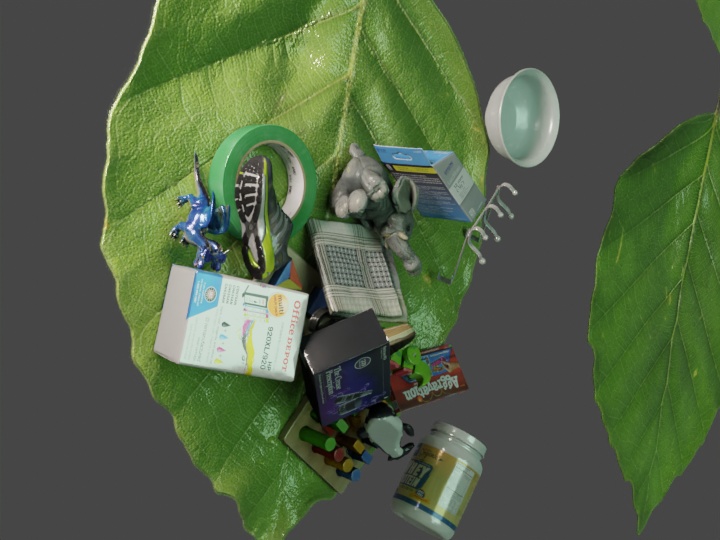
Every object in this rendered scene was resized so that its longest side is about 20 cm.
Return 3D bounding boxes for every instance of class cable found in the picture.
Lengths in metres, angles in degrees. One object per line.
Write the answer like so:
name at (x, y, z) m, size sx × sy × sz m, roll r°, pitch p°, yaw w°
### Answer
cable at (-0.043, 0.076, 1.731) m, size 0.199 × 0.050 × 0.098 m, roll -28°, pitch 144°, yaw -46°

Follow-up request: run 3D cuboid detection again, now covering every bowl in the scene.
bowl at (0.326, -0.322, 1.994) m, size 0.199 × 0.090 × 0.205 m, roll -8°, pitch 102°, yaw -41°

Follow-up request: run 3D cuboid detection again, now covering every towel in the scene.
towel at (0.000, 0.000, 1.727) m, size 0.198 × 0.034 × 0.195 m, roll 9°, pitch 56°, yaw -43°

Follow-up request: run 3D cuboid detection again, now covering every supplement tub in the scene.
supplement tub at (0.161, 0.427, 1.921) m, size 0.144 × 0.143 × 0.202 m, roll 41°, pitch 69°, yaw -37°

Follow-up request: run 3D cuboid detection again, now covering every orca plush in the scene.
orca plush at (0.056, 0.283, 1.753) m, size 0.200 × 0.104 × 0.072 m, roll 47°, pitch 35°, yaw -49°

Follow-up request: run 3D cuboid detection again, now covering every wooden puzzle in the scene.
wooden puzzle at (-0.124, 0.073, 1.681) m, size 0.200 × 0.046 × 0.187 m, roll 44°, pitch 68°, yaw -37°

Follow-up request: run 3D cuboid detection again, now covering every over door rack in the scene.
over door rack at (0.241, -0.065, 1.879) m, size 0.066 × 0.201 × 0.148 m, roll 35°, pitch 56°, yaw 4°

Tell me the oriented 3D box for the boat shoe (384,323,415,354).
boat shoe at (0.003, 0.131, 1.724) m, size 0.197 × 0.072 × 0.077 m, roll -21°, pitch 68°, yaw -16°

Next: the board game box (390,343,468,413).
board game box at (0.130, 0.217, 1.913) m, size 0.198 × 0.019 × 0.104 m, roll -10°, pitch 73°, yaw -40°

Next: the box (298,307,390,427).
box at (-0.024, 0.168, 1.602) m, size 0.139 × 0.079 × 0.201 m, roll -24°, pitch 148°, yaw -13°

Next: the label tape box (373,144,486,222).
label tape box at (0.133, -0.185, 1.806) m, size 0.066 × 0.142 × 0.201 m, roll -53°, pitch 126°, yaw -21°

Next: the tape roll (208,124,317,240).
tape roll at (-0.165, -0.146, 1.612) m, size 0.198 × 0.048 × 0.204 m, roll -8°, pitch 102°, yaw -41°

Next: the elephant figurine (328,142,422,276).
elephant figurine at (0.047, -0.111, 1.754) m, size 0.199 × 0.141 × 0.157 m, roll 31°, pitch 91°, yaw -33°

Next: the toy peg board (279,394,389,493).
toy peg board at (-0.017, 0.296, 1.775) m, size 0.200 × 0.097 × 0.201 m, roll 50°, pitch 65°, yaw -34°

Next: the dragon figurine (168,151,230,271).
dragon figurine at (-0.244, -0.089, 1.502) m, size 0.059 × 0.098 × 0.203 m, roll 44°, pitch 51°, yaw -55°

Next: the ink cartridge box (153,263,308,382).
ink cartridge box at (-0.207, 0.085, 1.518) m, size 0.197 × 0.144 × 0.150 m, roll 13°, pitch 87°, yaw -28°

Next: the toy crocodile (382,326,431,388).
toy crocodile at (0.054, 0.164, 1.818) m, size 0.199 × 0.067 × 0.063 m, roll 32°, pitch 50°, yaw -28°

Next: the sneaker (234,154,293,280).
sneaker at (-0.155, -0.091, 1.559) m, size 0.080 × 0.073 × 0.204 m, roll -19°, pitch 116°, yaw -44°
